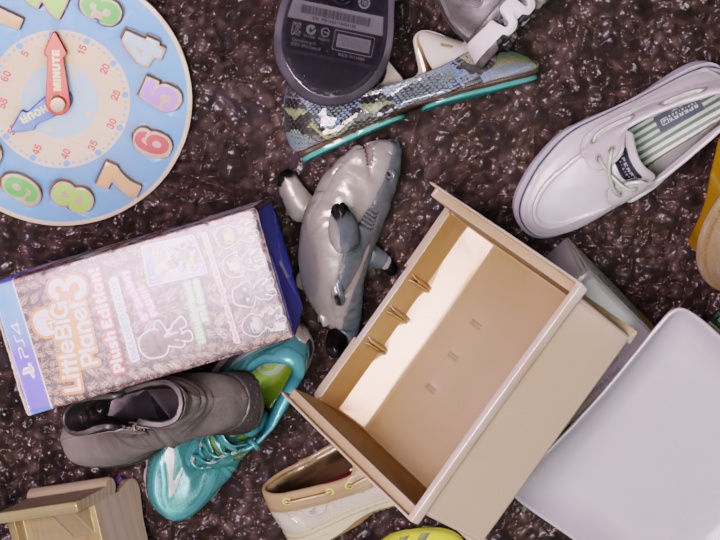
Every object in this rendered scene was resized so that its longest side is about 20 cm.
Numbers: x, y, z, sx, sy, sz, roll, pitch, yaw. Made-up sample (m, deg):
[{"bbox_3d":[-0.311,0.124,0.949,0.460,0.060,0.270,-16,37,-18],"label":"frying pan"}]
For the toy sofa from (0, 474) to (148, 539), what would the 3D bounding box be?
[{"bbox_3d":[-0.220,0.273,1.324,0.082,0.097,0.202,-11,95,23],"label":"toy sofa"}]

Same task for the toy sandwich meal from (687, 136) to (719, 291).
[{"bbox_3d":[0.336,-0.065,1.262,0.204,0.070,0.206,-16,140,-14],"label":"toy sandwich meal"}]

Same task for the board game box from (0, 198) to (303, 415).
[{"bbox_3d":[-0.152,0.022,1.202,0.198,0.159,0.098,-16,94,3],"label":"board game box"}]

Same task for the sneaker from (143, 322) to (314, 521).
[{"bbox_3d":[-0.109,0.122,1.295,0.077,0.080,0.201,32,105,-15],"label":"sneaker"}]

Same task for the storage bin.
[{"bbox_3d":[0.067,0.065,1.204,0.094,0.198,0.201,32,94,-44],"label":"storage bin"}]

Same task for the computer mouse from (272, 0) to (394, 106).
[{"bbox_3d":[-0.007,-0.215,1.186,0.137,0.053,0.202,16,86,-6],"label":"computer mouse"}]

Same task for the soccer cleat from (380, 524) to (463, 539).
[{"bbox_3d":[-0.002,0.274,1.356,0.199,0.084,0.065,-19,110,2],"label":"soccer cleat"}]

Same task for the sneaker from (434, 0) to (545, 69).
[{"bbox_3d":[0.127,-0.246,1.179,0.090,0.066,0.200,44,84,1],"label":"sneaker"}]

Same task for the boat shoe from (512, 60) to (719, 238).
[{"bbox_3d":[0.203,-0.092,1.249,0.200,0.067,0.074,-40,108,10],"label":"boat shoe"}]

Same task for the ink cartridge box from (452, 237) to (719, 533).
[{"bbox_3d":[0.186,0.096,1.307,0.145,0.084,0.200,-43,109,10],"label":"ink cartridge box"}]

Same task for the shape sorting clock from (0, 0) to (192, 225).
[{"bbox_3d":[-0.226,-0.128,1.217,0.198,0.039,0.202,-1,110,-4],"label":"shape sorting clock"}]

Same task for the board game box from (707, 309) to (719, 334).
[{"bbox_3d":[0.352,0.011,1.278,0.104,0.024,0.200,13,125,-42],"label":"board game box"}]

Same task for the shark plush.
[{"bbox_3d":[0.000,0.000,1.270,0.083,0.091,0.202,-16,108,-31],"label":"shark plush"}]

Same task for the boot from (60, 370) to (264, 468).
[{"bbox_3d":[-0.183,0.108,1.229,0.199,0.130,0.068,-16,78,31],"label":"boot"}]

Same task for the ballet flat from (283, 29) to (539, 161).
[{"bbox_3d":[0.034,-0.144,1.220,0.199,0.074,0.075,-19,110,-1],"label":"ballet flat"}]

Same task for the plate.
[{"bbox_3d":[0.250,0.150,1.272,0.199,0.032,0.200,37,103,-17],"label":"plate"}]

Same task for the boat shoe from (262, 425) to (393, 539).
[{"bbox_3d":[0.009,0.154,1.319,0.199,0.074,0.067,-34,114,8],"label":"boat shoe"}]
